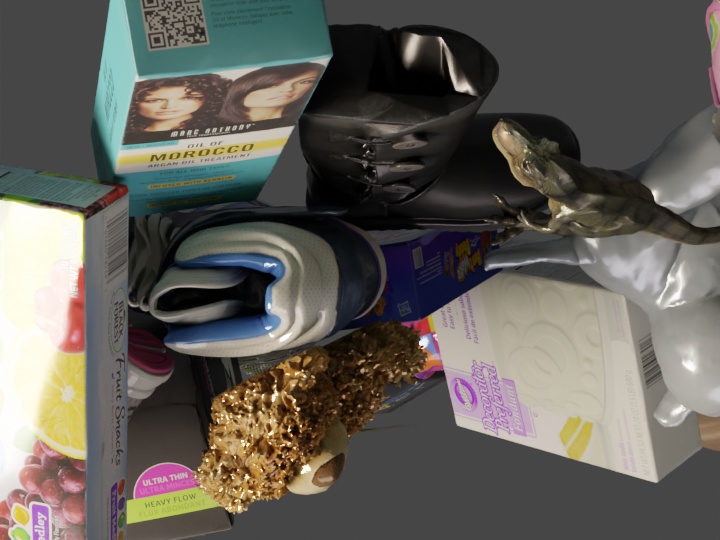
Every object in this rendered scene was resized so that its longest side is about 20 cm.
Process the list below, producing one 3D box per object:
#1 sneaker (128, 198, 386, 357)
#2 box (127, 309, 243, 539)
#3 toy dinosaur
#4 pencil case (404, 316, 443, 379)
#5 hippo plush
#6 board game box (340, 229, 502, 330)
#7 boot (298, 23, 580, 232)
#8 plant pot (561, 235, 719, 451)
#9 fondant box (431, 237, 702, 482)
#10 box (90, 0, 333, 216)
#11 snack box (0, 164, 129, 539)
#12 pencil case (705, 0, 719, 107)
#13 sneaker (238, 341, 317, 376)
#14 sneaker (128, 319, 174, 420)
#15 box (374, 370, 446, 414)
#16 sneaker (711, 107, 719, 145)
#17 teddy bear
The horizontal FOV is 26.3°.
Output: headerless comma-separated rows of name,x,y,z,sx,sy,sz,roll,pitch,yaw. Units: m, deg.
sneaker,-0.095,-0.004,0.806,0.198,0.082,0.146,8,-172,21
box,-0.155,0.076,0.961,0.147,0.126,0.200,-12,-163,1
toy dinosaur,0.122,-0.034,0.795,0.199,0.048,0.088,11,171,-40
pencil case,0.129,0.035,1.326,0.198,0.089,0.088,-13,168,16
hippo plush,0.213,-0.003,0.925,0.159,0.162,0.199,-36,174,37
board game box,0.000,0.000,0.964,0.133,0.045,0.200,-7,-174,20
boot,0.047,-0.076,0.794,0.163,0.066,0.200,-12,164,-4
plant pot,0.241,0.023,1.184,0.173,0.202,0.200,17,155,-30
fondant box,0.141,0.057,1.109,0.058,0.146,0.199,-28,-155,-33
box,-0.073,-0.077,0.689,0.081,0.050,0.200,-8,168,-14
snack box,-0.184,0.050,0.737,0.141,0.202,0.053,9,-159,15
pencil case,0.273,-0.114,0.755,0.198,0.088,0.087,-14,168,4
sneaker,-0.110,0.048,1.174,0.198,0.077,0.114,-12,163,-24
sneaker,-0.197,0.037,0.811,0.199,0.088,0.074,29,-175,15
box,-0.025,0.130,1.710,0.196,0.050,0.200,-7,167,-23
sneaker,0.266,-0.091,0.852,0.199,0.077,0.080,-27,175,-46
teddy bear,-0.028,0.082,0.832,0.144,0.067,0.200,-28,176,-11
